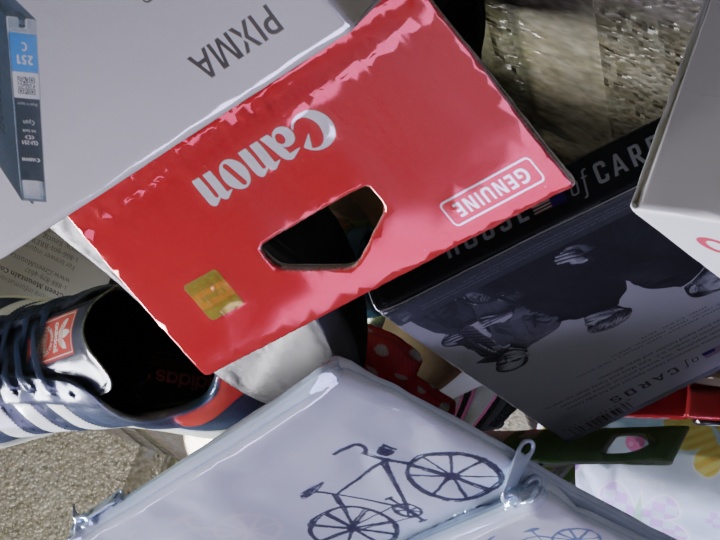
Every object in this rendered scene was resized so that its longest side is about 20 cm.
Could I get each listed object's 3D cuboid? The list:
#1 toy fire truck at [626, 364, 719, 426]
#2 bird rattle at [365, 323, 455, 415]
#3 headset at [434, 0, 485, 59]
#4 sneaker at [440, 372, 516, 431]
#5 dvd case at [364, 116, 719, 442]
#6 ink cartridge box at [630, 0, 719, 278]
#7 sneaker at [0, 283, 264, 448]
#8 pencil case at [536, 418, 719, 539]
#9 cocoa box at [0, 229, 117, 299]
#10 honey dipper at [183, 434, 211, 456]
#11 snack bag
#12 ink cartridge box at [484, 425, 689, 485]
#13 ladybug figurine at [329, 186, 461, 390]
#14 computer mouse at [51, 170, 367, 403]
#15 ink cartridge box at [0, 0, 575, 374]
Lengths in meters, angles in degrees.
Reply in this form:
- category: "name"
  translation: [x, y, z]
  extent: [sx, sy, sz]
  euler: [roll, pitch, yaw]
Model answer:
- category: "toy fire truck"
  translation: [0.165, 0.042, 0.982]
  extent: [0.198, 0.049, 0.141]
  euler: [2, 174, 5]
- category: "bird rattle"
  translation: [-0.032, -0.024, 0.961]
  extent: [0.201, 0.112, 0.163]
  euler: [60, 178, -28]
- category: "headset"
  translation: [-0.009, -0.065, 0.821]
  extent: [0.123, 0.094, 0.200]
  euler: [9, 152, 50]
- category: "sneaker"
  translation: [0.024, 0.084, 1.146]
  extent: [0.199, 0.087, 0.080]
  euler: [-20, -159, -33]
- category: "dvd case"
  translation: [0.105, 0.003, 0.844]
  extent: [0.150, 0.025, 0.200]
  euler: [-27, 155, 14]
- category: "ink cartridge box"
  translation: [0.203, -0.007, 0.708]
  extent: [0.145, 0.084, 0.200]
  euler: [10, 163, 46]
- category: "sneaker"
  translation: [-0.138, 0.037, 1.020]
  extent: [0.198, 0.076, 0.085]
  euler: [-3, 163, 6]
- category: "pencil case"
  translation: [0.188, 0.110, 1.212]
  extent: [0.198, 0.084, 0.091]
  euler: [9, 146, 12]
- category: "cocoa box"
  translation: [-0.155, -0.031, 1.152]
  extent: [0.199, 0.134, 0.131]
  euler: [26, 168, -24]
- category: "honey dipper"
  translation: [-0.003, 0.063, 1.186]
  extent: [0.199, 0.038, 0.038]
  euler: [-17, -164, -37]
- category: "snack bag"
  translation: [0.012, 0.112, 0.882]
  extent: [0.199, 0.022, 0.188]
  euler: [31, 139, -26]
- category: "ink cartridge box"
  translation: [0.039, 0.102, 0.972]
  extent: [0.198, 0.060, 0.104]
  euler: [-2, -178, 13]
- category: "ladybug figurine"
  translation: [0.000, 0.000, 1.054]
  extent: [0.199, 0.137, 0.072]
  euler: [-1, -174, 45]
- category: "computer mouse"
  translation: [-0.067, -0.033, 0.833]
  extent: [0.200, 0.053, 0.139]
  euler: [43, 143, -1]
- category: "ink cartridge box"
  translation: [-0.057, -0.051, 0.735]
  extent: [0.199, 0.045, 0.177]
  euler: [-28, 105, 44]
